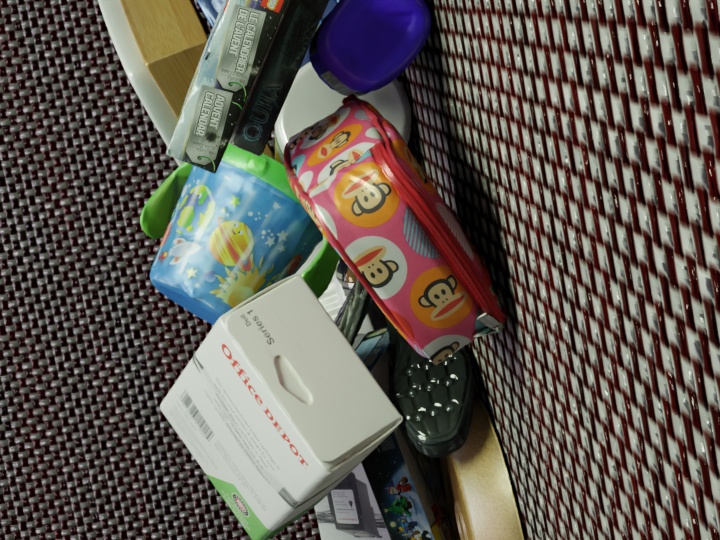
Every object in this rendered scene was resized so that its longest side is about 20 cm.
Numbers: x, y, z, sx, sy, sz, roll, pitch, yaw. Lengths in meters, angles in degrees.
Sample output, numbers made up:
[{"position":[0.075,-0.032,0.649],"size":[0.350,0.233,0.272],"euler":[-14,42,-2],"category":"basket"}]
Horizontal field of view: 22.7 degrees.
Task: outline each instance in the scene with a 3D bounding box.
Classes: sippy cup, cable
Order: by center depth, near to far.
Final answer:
[{"position":[-0.104,-0.023,1.482],"size":[0.130,0.140,0.178],"euler":[-61,16,-11],"category":"sippy cup"},{"position":[0.000,0.000,1.508],"size":[0.200,0.050,0.097],"euler":[-55,23,32],"category":"cable"}]

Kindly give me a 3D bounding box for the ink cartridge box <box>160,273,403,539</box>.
[{"position":[-0.066,0.113,1.413],"size":[0.146,0.084,0.200],"euler":[54,150,8],"category":"ink cartridge box"}]

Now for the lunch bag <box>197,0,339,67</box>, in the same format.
[{"position":[-0.058,-0.219,1.598],"size":[0.136,0.132,0.200],"euler":[62,180,0],"category":"lunch bag"}]

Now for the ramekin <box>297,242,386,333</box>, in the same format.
[{"position":[-0.027,0.059,1.827],"size":[0.200,0.105,0.200],"euler":[-20,-90,-82],"category":"ramekin"}]

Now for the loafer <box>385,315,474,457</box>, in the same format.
[{"position":[0.058,0.084,1.417],"size":[0.201,0.068,0.070],"euler":[-99,-8,-57],"category":"loafer"}]

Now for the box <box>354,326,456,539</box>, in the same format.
[{"position":[0.041,0.158,1.494],"size":[0.137,0.038,0.200],"euler":[-50,-59,-71],"category":"box"}]

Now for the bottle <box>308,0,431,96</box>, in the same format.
[{"position":[0.002,-0.168,1.317],"size":[0.065,0.084,0.200],"euler":[42,178,-6],"category":"bottle"}]

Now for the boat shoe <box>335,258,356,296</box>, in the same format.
[{"position":[0.012,-0.012,1.643],"size":[0.200,0.075,0.062],"euler":[-68,-21,-85],"category":"boat shoe"}]

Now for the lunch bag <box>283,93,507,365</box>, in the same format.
[{"position":[0.028,-0.020,1.223],"size":[0.176,0.082,0.200],"euler":[54,-175,-21],"category":"lunch bag"}]

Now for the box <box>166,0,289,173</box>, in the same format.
[{"position":[-0.083,-0.165,1.249],"size":[0.200,0.040,0.137],"euler":[-86,19,-66],"category":"box"}]

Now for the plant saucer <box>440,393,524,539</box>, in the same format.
[{"position":[0.096,0.199,1.413],"size":[0.200,0.035,0.200],"euler":[169,90,-85],"category":"plant saucer"}]

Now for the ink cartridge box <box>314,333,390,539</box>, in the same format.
[{"position":[0.020,0.179,1.641],"size":[0.145,0.083,0.200],"euler":[-48,-47,-54],"category":"ink cartridge box"}]

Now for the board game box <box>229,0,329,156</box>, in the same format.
[{"position":[-0.038,-0.194,1.290],"size":[0.135,0.028,0.200],"euler":[-79,13,-64],"category":"board game box"}]

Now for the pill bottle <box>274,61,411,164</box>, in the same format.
[{"position":[-0.018,-0.105,1.533],"size":[0.200,0.113,0.113],"euler":[104,154,-79],"category":"pill bottle"}]

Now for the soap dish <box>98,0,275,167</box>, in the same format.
[{"position":[-0.149,-0.162,1.592],"size":[0.200,0.081,0.157],"euler":[61,-178,-43],"category":"soap dish"}]
